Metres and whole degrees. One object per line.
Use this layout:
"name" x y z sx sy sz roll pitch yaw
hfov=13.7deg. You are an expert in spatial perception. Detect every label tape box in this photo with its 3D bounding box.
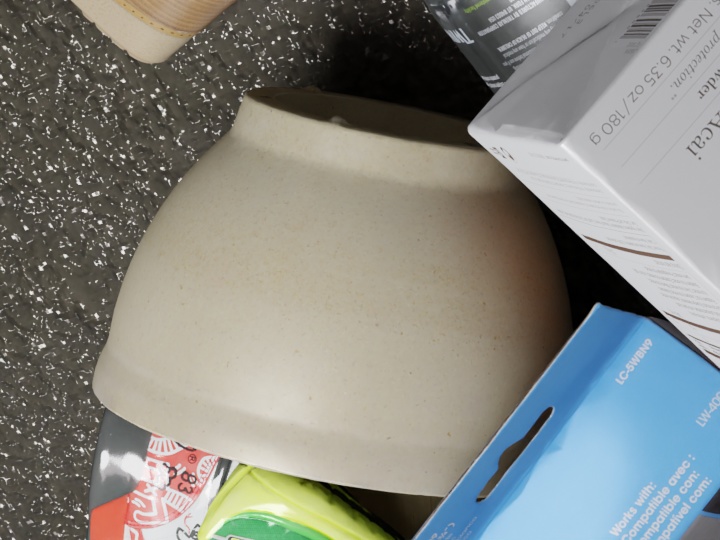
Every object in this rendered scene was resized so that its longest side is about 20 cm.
"label tape box" 0.111 0.096 1.187 0.063 0.200 0.144 42 103 25

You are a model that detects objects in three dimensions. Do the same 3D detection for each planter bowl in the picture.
"planter bowl" 0.000 0.000 1.234 0.200 0.200 0.135 14 100 18

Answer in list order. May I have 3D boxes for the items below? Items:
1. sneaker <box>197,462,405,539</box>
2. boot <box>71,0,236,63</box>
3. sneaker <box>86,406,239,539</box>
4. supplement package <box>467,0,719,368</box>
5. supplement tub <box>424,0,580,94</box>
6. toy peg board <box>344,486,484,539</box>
"sneaker" 0.006 0.154 1.217 0.200 0.074 0.084 42 92 -21
"boot" -0.107 -0.200 1.230 0.200 0.072 0.166 38 119 1
"sneaker" -0.064 0.146 1.299 0.108 0.067 0.202 11 121 6
"supplement package" 0.159 -0.024 1.033 0.200 0.121 0.120 42 175 -13
"supplement tub" 0.127 -0.069 1.147 0.122 0.123 0.200 -29 106 38
"toy peg board" 0.025 0.147 1.383 0.199 0.098 0.200 1 123 8
